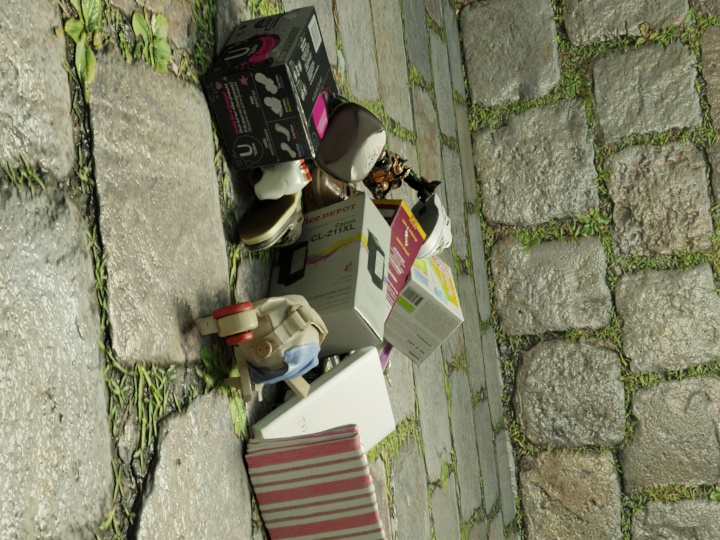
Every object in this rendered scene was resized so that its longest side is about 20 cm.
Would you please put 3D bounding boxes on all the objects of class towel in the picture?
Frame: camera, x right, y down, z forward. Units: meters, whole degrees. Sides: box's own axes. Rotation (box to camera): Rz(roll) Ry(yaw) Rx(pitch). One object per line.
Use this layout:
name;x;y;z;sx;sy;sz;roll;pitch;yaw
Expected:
towel;-0.049;0.283;1.347;0.030;0.143;0.203;-79;158;-64

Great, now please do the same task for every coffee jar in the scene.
coffee jar;-0.030;-0.187;1.540;0.105;0.084;0.200;-58;-161;7

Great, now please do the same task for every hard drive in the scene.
hard drive;-0.043;0.201;1.418;0.199;0.026;0.134;-34;123;-33

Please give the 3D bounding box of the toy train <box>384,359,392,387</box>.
toy train;0.019;0.125;1.836;0.116;0.083;0.204;-43;125;-60

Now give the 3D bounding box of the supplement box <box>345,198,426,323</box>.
supplement box;0.000;0.000;1.595;0.086;0.109;0.202;51;54;-41

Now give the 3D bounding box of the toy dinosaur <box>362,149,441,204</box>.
toy dinosaur;0.045;-0.145;1.708;0.136;0.102;0.200;44;16;4

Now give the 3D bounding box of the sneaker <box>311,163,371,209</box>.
sneaker;-0.017;-0.107;1.697;0.200;0.074;0.072;57;30;-60

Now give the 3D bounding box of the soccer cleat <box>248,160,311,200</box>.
soccer cleat;-0.114;-0.141;1.471;0.200;0.076;0.070;-116;-177;-71

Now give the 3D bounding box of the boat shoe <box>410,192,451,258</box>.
boat shoe;0.115;-0.060;1.724;0.066;0.073;0.201;50;24;-15

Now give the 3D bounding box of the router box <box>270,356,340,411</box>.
router box;-0.054;0.214;1.524;0.151;0.061;0.203;-75;153;-57

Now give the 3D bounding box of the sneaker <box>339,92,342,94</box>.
sneaker;-0.019;-0.190;1.765;0.121;0.083;0.201;47;25;-23

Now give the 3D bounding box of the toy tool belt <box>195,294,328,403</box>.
toy tool belt;-0.104;0.097;1.276;0.200;0.123;0.125;-2;77;-75

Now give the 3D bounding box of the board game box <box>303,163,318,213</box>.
board game box;-0.056;-0.063;1.722;0.095;0.029;0.204;-12;97;-76

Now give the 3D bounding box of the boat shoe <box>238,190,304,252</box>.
boat shoe;-0.105;-0.061;1.438;0.201;0.072;0.066;-65;140;-65

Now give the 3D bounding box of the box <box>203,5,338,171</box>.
box;-0.111;-0.237;1.419;0.201;0.113;0.134;-77;154;-56

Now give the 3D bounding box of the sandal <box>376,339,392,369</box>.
sandal;0.019;0.196;1.709;0.082;0.049;0.205;-36;147;-49

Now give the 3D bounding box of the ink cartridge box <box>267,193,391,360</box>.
ink cartridge box;-0.043;0.012;1.485;0.083;0.144;0.202;51;32;-40

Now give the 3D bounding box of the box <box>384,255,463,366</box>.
box;0.078;0.037;1.711;0.112;0.102;0.201;38;17;-17

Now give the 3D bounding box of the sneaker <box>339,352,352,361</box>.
sneaker;-0.022;0.123;1.710;0.089;0.073;0.201;-65;150;-32
